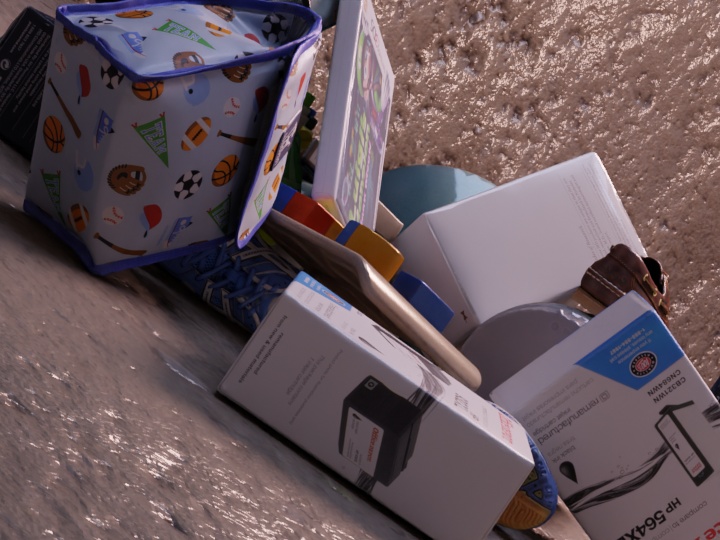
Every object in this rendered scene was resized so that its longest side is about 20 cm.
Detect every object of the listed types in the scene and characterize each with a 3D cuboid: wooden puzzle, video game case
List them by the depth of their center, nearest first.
[{"bbox_3d":[0.000,0.000,1.601,0.200,0.046,0.185,35,-7,44],"label":"wooden puzzle"},{"bbox_3d":[-0.003,-0.115,1.718,0.023,0.201,0.182,4,-21,11],"label":"video game case"}]

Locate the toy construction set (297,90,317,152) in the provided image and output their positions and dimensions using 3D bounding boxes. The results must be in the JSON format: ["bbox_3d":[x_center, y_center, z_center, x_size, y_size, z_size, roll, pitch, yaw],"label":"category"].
[{"bbox_3d":[-0.103,-0.158,1.789,0.131,0.092,0.200,33,16,-28],"label":"toy construction set"}]

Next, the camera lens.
[{"bbox_3d":[0.168,0.111,1.779,0.160,0.160,0.200,36,6,16],"label":"camera lens"}]

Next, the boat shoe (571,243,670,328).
[{"bbox_3d":[0.245,0.021,1.808,0.070,0.070,0.200,35,4,18],"label":"boat shoe"}]

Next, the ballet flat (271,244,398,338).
[{"bbox_3d":[-0.046,0.012,1.842,0.200,0.072,0.072,33,6,-10],"label":"ballet flat"}]

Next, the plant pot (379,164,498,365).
[{"bbox_3d":[0.065,0.017,1.995,0.200,0.200,0.135,33,41,-17],"label":"plant pot"}]

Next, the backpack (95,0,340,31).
[{"bbox_3d":[-0.108,-0.246,1.682,0.175,0.154,0.200,14,26,37],"label":"backpack"}]

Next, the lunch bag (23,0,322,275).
[{"bbox_3d":[-0.121,-0.103,1.455,0.200,0.171,0.124,-14,43,-41],"label":"lunch bag"}]

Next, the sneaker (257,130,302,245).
[{"bbox_3d":[-0.091,-0.095,1.666,0.074,0.084,0.200,1,-29,10],"label":"sneaker"}]

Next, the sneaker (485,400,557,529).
[{"bbox_3d":[0.086,0.130,1.572,0.200,0.075,0.088,39,7,32],"label":"sneaker"}]

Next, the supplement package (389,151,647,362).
[{"bbox_3d":[0.139,-0.012,1.876,0.118,0.199,0.117,65,-29,9],"label":"supplement package"}]

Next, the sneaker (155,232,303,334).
[{"bbox_3d":[-0.090,0.002,1.592,0.200,0.076,0.077,32,2,-18],"label":"sneaker"}]

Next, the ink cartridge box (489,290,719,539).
[{"bbox_3d":[0.220,0.142,1.610,0.200,0.146,0.084,53,1,-12],"label":"ink cartridge box"}]

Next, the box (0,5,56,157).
[{"bbox_3d":[-0.215,-0.121,1.747,0.200,0.104,0.148,37,5,12],"label":"box"}]

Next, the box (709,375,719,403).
[{"bbox_3d":[0.311,0.195,1.703,0.136,0.200,0.038,33,5,-11],"label":"box"}]

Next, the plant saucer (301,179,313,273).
[{"bbox_3d":[-0.059,-0.036,1.870,0.200,0.027,0.200,26,-24,13],"label":"plant saucer"}]

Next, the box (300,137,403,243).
[{"bbox_3d":[-0.062,-0.062,1.898,0.121,0.032,0.200,44,-29,-23],"label":"box"}]

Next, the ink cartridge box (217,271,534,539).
[{"bbox_3d":[0.013,0.095,1.376,0.200,0.084,0.145,35,5,-1],"label":"ink cartridge box"}]
